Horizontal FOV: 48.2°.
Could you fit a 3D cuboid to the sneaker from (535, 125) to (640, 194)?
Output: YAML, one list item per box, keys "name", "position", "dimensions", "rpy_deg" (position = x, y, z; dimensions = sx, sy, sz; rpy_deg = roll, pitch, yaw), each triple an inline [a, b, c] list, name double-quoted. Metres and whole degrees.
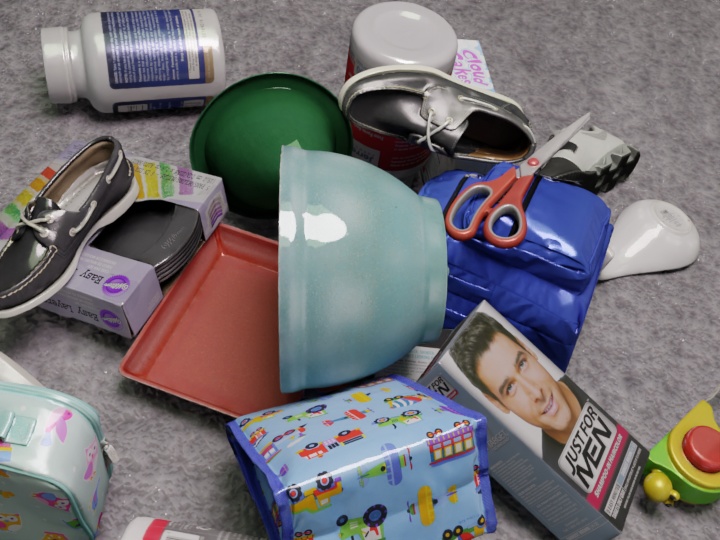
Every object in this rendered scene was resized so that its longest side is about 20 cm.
- name: "sneaker"
  position: [0.241, -0.123, 0.961]
  dimensions: [0.198, 0.075, 0.089]
  rpy_deg: [-22, 58, -37]

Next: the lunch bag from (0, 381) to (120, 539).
- name: "lunch bag"
  position: [-0.282, 0.135, 0.596]
  dimensions: [0.197, 0.162, 0.078]
  rpy_deg: [10, 50, -1]

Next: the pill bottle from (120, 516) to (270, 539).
- name: "pill bottle"
  position: [-0.078, 0.248, 0.572]
  dimensions: [0.197, 0.111, 0.112]
  rpy_deg: [11, 50, -1]

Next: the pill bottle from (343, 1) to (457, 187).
- name: "pill bottle"
  position: [0.033, -0.175, 0.878]
  dimensions: [0.110, 0.201, 0.113]
  rpy_deg: [5, 49, -5]

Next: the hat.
- name: "hat"
  position: [-0.068, -0.080, 0.771]
  dimensions: [0.199, 0.166, 0.177]
  rpy_deg: [-34, 38, 16]

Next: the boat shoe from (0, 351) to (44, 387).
- name: "boat shoe"
  position: [-0.357, 0.082, 0.690]
  dimensions: [0.198, 0.072, 0.069]
  rpy_deg: [29, 73, 5]

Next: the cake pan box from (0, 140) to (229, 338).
- name: "cake pan box"
  position: [-0.252, -0.038, 0.793]
  dimensions: [0.197, 0.053, 0.185]
  rpy_deg: [17, 52, 18]

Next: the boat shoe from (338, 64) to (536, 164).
- name: "boat shoe"
  position: [0.076, -0.146, 0.777]
  dimensions: [0.197, 0.072, 0.068]
  rpy_deg: [9, 40, -16]

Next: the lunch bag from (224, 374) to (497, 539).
- name: "lunch bag"
  position: [-0.014, 0.131, 0.607]
  dimensions: [0.148, 0.096, 0.200]
  rpy_deg: [-15, 20, -17]

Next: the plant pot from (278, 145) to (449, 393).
- name: "plant pot"
  position: [0.000, 0.000, 0.671]
  dimensions: [0.132, 0.202, 0.203]
  rpy_deg: [1, 51, -4]

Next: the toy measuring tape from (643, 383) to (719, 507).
- name: "toy measuring tape"
  position: [0.332, 0.157, 0.749]
  dimensions: [0.199, 0.074, 0.074]
  rpy_deg: [-31, 62, -29]

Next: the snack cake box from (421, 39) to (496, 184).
- name: "snack cake box"
  position: [0.112, -0.161, 0.937]
  dimensions: [0.066, 0.116, 0.202]
  rpy_deg: [0, 52, -10]

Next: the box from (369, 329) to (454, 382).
- name: "box"
  position: [0.047, 0.144, 0.719]
  dimensions: [0.081, 0.049, 0.202]
  rpy_deg: [7, 50, -4]

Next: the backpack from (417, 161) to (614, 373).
- name: "backpack"
  position: [0.136, -0.019, 0.795]
  dimensions: [0.197, 0.169, 0.163]
  rpy_deg: [20, 45, 15]

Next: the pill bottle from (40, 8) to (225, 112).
- name: "pill bottle"
  position: [-0.262, -0.244, 0.938]
  dimensions: [0.197, 0.112, 0.112]
  rpy_deg: [-8, 53, -16]

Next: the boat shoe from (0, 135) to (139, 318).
- name: "boat shoe"
  position: [-0.272, -0.044, 0.724]
  dimensions: [0.073, 0.061, 0.201]
  rpy_deg: [19, 51, 21]

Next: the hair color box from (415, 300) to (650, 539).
- name: "hair color box"
  position: [0.146, 0.133, 0.698]
  dimensions: [0.200, 0.061, 0.099]
  rpy_deg: [42, 45, 4]

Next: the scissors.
- name: "scissors"
  position: [0.145, -0.093, 0.734]
  dimensions: [0.072, 0.014, 0.201]
  rpy_deg: [20, 57, 24]

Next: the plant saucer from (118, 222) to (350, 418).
- name: "plant saucer"
  position: [-0.094, 0.060, 0.767]
  dimensions: [0.197, 0.037, 0.201]
  rpy_deg: [18, 50, 8]

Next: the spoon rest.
- name: "spoon rest"
  position: [0.313, -0.032, 0.916]
  dimensions: [0.198, 0.061, 0.100]
  rpy_deg: [-15, 56, -38]
